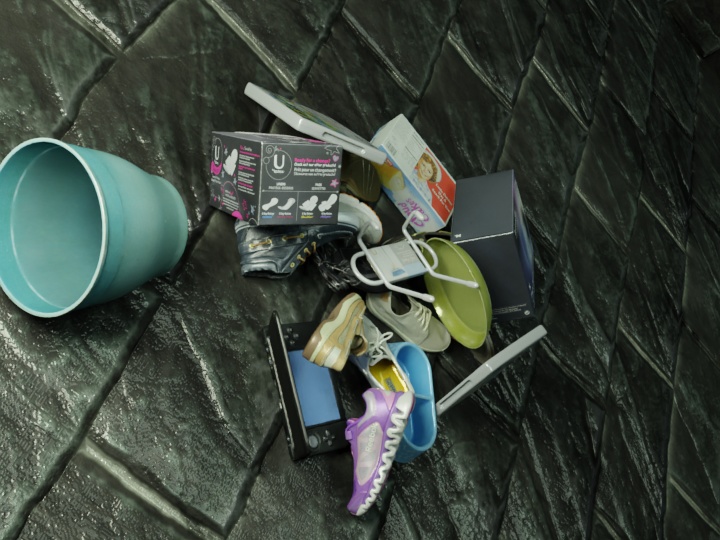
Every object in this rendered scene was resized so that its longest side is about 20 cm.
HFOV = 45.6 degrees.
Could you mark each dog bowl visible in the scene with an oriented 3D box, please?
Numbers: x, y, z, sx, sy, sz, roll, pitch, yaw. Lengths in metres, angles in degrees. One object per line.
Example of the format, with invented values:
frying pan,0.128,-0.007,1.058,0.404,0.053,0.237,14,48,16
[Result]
dog bowl,0.076,0.213,1.423,0.110,0.049,0.204,17,60,-40

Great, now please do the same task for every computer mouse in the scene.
computer mouse,0.000,0.000,1.411,0.197,0.053,0.139,0,37,-35

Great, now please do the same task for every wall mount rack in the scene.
wall mount rack,0.087,-0.010,1.370,0.198,0.075,0.175,-14,62,-44

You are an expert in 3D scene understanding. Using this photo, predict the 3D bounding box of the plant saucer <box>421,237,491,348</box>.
plant saucer,0.170,0.034,1.471,0.031,0.200,0.203,-23,87,-19

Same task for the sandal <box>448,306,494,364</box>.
sandal,0.177,0.088,1.571,0.054,0.082,0.202,-27,81,-18

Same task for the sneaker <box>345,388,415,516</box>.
sneaker,0.012,0.265,1.288,0.080,0.087,0.204,3,107,-83

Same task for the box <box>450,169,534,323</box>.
box,0.251,-0.044,1.595,0.202,0.121,0.201,-78,152,-49

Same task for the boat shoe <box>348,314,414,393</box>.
boat shoe,0.024,0.137,1.349,0.074,0.086,0.204,-25,74,-20

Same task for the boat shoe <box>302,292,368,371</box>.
boat shoe,-0.021,0.100,1.278,0.075,0.072,0.200,32,28,5

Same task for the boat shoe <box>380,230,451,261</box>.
boat shoe,0.109,-0.038,1.569,0.199,0.060,0.073,-11,80,-47

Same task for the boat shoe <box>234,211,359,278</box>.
boat shoe,-0.094,-0.037,1.324,0.196,0.071,0.093,-3,78,-14

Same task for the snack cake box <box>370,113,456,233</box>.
snack cake box,0.098,-0.179,1.622,0.201,0.067,0.116,49,42,-17

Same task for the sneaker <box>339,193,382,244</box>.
sneaker,-0.058,-0.087,1.412,0.198,0.076,0.093,32,65,-8

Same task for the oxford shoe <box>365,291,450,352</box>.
oxford shoe,0.094,0.084,1.500,0.199,0.057,0.076,35,48,-31

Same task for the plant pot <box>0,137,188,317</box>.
plant pot,-0.321,-0.054,1.057,0.187,0.198,0.204,-7,75,-62

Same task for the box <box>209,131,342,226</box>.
box,-0.126,-0.138,1.237,0.130,0.199,0.117,-3,104,-29

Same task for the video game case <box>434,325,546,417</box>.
video game case,0.217,0.180,1.486,0.199,0.183,0.022,-24,72,-48

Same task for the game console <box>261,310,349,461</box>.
game console,-0.069,0.164,1.250,0.174,0.115,0.204,-2,73,-45

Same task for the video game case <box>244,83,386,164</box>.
video game case,-0.075,-0.240,1.402,0.180,0.022,0.200,17,16,-39

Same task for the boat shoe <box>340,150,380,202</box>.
boat shoe,-0.035,-0.167,1.481,0.200,0.065,0.073,20,73,-57
